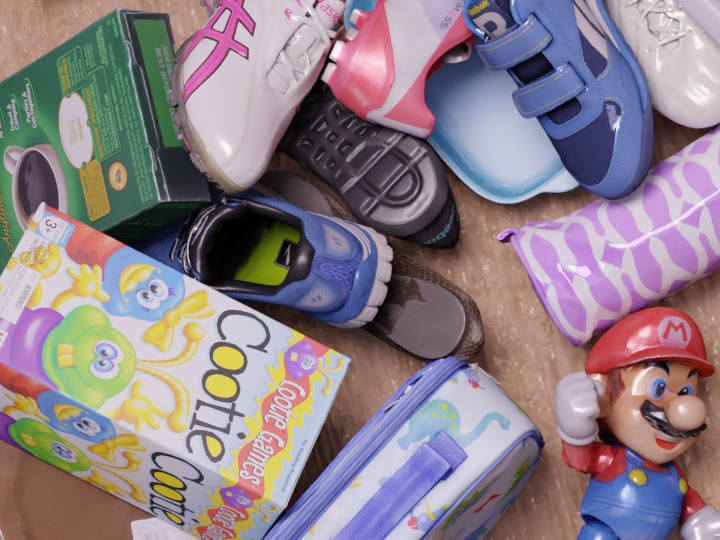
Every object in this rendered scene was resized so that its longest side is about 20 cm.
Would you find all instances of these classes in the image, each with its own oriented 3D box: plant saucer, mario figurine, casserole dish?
[{"bbox_3d":[-0.138,0.134,1.289,0.199,0.029,0.201,8,63,-15],"label":"plant saucer"},{"bbox_3d":[0.166,0.121,1.245,0.105,0.123,0.202,8,87,23],"label":"mario figurine"},{"bbox_3d":[0.078,-0.129,1.337,0.121,0.039,0.200,-40,77,2],"label":"casserole dish"}]

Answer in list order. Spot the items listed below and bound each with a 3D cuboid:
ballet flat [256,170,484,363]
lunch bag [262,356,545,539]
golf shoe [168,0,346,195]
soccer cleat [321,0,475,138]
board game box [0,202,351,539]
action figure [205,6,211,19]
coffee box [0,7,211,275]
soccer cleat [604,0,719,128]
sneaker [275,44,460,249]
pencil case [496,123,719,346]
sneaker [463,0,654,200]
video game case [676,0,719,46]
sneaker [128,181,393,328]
[{"bbox_3d":[0.000,0.000,1.313,0.199,0.046,0.068,31,98,34],"label":"ballet flat"},{"bbox_3d":[0.017,0.143,1.243,0.082,0.161,0.200,42,91,12],"label":"lunch bag"},{"bbox_3d":[-0.055,-0.133,1.261,0.092,0.073,0.201,-23,42,32],"label":"golf shoe"},{"bbox_3d":[0.050,-0.170,1.287,0.076,0.067,0.201,31,69,-1],"label":"soccer cleat"},{"bbox_3d":[-0.124,0.067,1.249,0.199,0.105,0.103,26,61,-3],"label":"board game box"},{"bbox_3d":[-0.132,-0.240,1.377,0.198,0.135,0.149,-4,38,-3],"label":"action figure"},{"bbox_3d":[-0.177,-0.067,1.313,0.199,0.044,0.124,-25,74,43],"label":"coffee box"},{"bbox_3d":[0.172,-0.176,1.285,0.069,0.078,0.201,-19,63,5],"label":"soccer cleat"},{"bbox_3d":[-0.009,-0.079,1.330,0.075,0.079,0.200,-44,58,6],"label":"sneaker"},{"bbox_3d":[0.186,-0.035,1.280,0.199,0.084,0.086,-30,80,5],"label":"pencil case"},{"bbox_3d":[0.103,-0.131,1.242,0.074,0.082,0.201,-25,86,50],"label":"sneaker"},{"bbox_3d":[0.254,-0.196,1.272,0.200,0.023,0.182,47,61,6],"label":"video game case"},{"bbox_3d":[-0.076,-0.021,1.283,0.199,0.089,0.079,11,83,43],"label":"sneaker"}]
